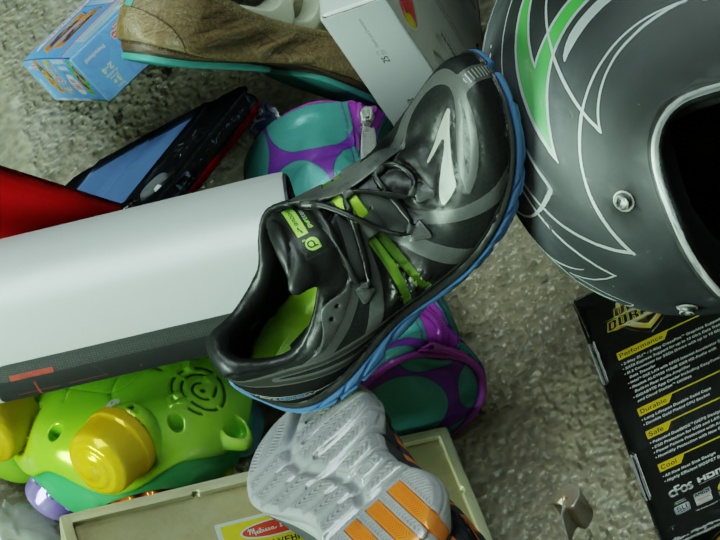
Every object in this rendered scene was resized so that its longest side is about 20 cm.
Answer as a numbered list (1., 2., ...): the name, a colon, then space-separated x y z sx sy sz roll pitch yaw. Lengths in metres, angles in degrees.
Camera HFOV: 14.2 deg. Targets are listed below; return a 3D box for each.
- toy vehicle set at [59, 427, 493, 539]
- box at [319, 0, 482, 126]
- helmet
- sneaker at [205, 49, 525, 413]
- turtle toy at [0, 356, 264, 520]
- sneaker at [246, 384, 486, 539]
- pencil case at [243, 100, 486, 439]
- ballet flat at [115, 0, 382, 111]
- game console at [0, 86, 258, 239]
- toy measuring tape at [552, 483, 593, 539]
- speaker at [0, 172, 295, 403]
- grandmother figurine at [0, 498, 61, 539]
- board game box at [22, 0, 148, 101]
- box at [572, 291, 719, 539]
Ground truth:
1. toy vehicle set: -0.034 0.150 1.386 0.199 0.027 0.125 -12 50 -11
2. box: 0.021 -0.168 1.556 0.041 0.156 0.201 -18 51 16
3. helmet: 0.149 -0.082 1.349 0.191 0.200 0.200 -43 47 12
4. sneaker: 0.002 -0.014 1.318 0.200 0.083 0.071 -51 53 20
5. turtle toy: -0.133 0.075 1.495 0.199 0.101 0.146 11 40 35
6. sneaker: 0.017 0.129 1.340 0.078 0.112 0.200 -40 25 0
7. pencil case: 0.000 0.000 1.490 0.093 0.085 0.201 -54 40 34
8. ballet flat: -0.044 -0.131 1.534 0.068 0.199 0.073 13 92 50
9. game console: -0.180 -0.049 1.529 0.200 0.119 0.173 -22 26 52
10. toy measuring tape: 0.132 0.179 1.306 0.073 0.074 0.201 -18 51 15
11. speaker: -0.124 0.012 1.416 0.199 0.081 0.081 -13 51 2
12. grandmother figurine: -0.242 0.158 1.527 0.199 0.061 0.122 -10 80 18
13. board game box: -0.113 -0.157 1.626 0.151 0.037 0.200 -44 13 -7
14. box: 0.216 0.042 1.374 0.199 0.049 0.160 -26 46 9
